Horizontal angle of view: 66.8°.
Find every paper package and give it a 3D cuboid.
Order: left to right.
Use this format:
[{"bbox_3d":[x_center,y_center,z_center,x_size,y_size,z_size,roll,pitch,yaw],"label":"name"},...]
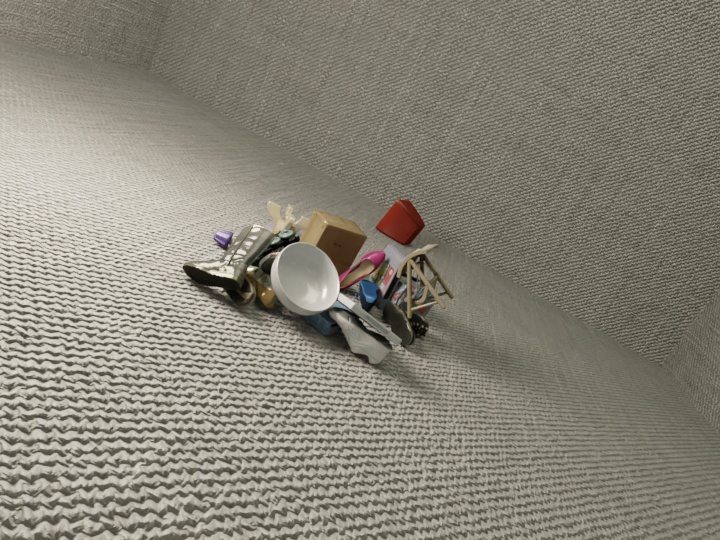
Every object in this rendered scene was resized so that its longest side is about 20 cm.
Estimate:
[{"bbox_3d":[-0.108,-0.094,1.934,0.199,0.192,0.104,12,27,-42],"label":"paper package"}]

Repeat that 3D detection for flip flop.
[{"bbox_3d":[-0.314,0.037,1.437,0.058,0.081,0.200,44,2,-43],"label":"flip flop"}]

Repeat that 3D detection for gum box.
[{"bbox_3d":[-0.121,0.104,1.592,0.199,0.045,0.169,37,19,21],"label":"gum box"}]

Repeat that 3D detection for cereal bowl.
[{"bbox_3d":[-0.158,0.031,1.463,0.199,0.083,0.202,22,54,-33],"label":"cereal bowl"}]

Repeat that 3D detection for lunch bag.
[{"bbox_3d":[0.149,0.072,1.990,0.169,0.128,0.200,23,13,-35],"label":"lunch bag"}]

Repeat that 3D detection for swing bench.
[{"bbox_3d":[0.205,0.028,1.782,0.199,0.129,0.202,-20,92,-70],"label":"swing bench"}]

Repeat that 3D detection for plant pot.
[{"bbox_3d":[0.235,-0.252,2.981,0.176,0.200,0.200,45,20,14],"label":"plant pot"}]

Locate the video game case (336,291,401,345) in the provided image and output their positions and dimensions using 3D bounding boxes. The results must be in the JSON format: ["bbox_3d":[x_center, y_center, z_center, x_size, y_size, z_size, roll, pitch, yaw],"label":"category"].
[{"bbox_3d":[0.006,0.123,1.506,0.181,0.023,0.200,40,-5,-24],"label":"video game case"}]

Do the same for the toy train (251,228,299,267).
[{"bbox_3d":[-0.276,-0.066,1.626,0.113,0.086,0.199,14,36,40],"label":"toy train"}]

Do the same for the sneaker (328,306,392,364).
[{"bbox_3d":[-0.013,0.177,1.476,0.200,0.081,0.070,39,19,6],"label":"sneaker"}]

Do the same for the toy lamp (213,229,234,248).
[{"bbox_3d":[-0.357,-0.068,1.687,0.198,0.059,0.058,27,17,-11],"label":"toy lamp"}]

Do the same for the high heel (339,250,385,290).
[{"bbox_3d":[0.000,0.000,1.856,0.068,0.198,0.096,62,7,-10],"label":"high heel"}]

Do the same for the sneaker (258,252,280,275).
[{"bbox_3d":[-0.191,0.013,1.536,0.199,0.077,0.082,20,31,-37],"label":"sneaker"}]

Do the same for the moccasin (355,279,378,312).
[{"bbox_3d":[0.016,0.085,1.839,0.080,0.069,0.200,21,15,1],"label":"moccasin"}]

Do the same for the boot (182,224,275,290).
[{"bbox_3d":[-0.340,-0.047,1.423,0.180,0.073,0.201,14,53,7],"label":"boot"}]

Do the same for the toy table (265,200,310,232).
[{"bbox_3d":[-0.274,-0.165,2.001,0.182,0.118,0.200,19,18,-30],"label":"toy table"}]

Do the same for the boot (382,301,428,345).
[{"bbox_3d":[0.169,0.186,1.784,0.153,0.074,0.204,23,19,-29],"label":"boot"}]

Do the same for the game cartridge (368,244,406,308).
[{"bbox_3d":[0.088,0.016,1.917,0.041,0.201,0.133,16,20,-29],"label":"game cartridge"}]

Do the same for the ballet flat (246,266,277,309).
[{"bbox_3d":[-0.281,0.029,1.505,0.200,0.063,0.069,44,0,36],"label":"ballet flat"}]
